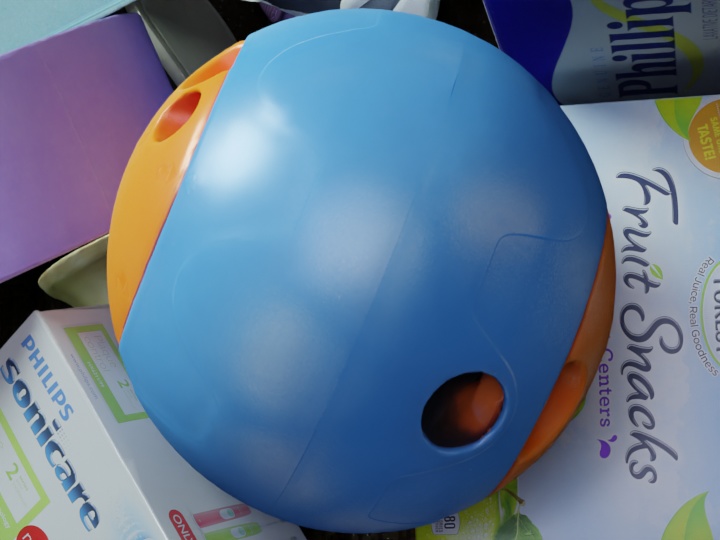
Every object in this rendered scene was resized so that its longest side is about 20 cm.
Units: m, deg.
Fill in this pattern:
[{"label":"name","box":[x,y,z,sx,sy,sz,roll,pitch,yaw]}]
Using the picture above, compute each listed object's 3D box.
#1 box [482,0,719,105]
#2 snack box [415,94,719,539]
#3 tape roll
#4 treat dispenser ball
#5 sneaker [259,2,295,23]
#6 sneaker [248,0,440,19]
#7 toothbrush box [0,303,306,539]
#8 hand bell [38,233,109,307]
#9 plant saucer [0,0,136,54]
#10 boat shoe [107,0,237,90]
[{"label":"box","box":[0.153,-0.153,0.787,0.198,0.184,0.106,-6,75,11]},{"label":"snack box","box":[0.110,0.028,0.807,0.167,0.068,0.202,-2,75,13]},{"label":"tape roll","box":[-0.172,-0.037,0.806,0.198,0.200,0.086,-23,95,5]},{"label":"treat dispenser ball","box":[0.000,0.000,0.703,0.198,0.201,0.203,-3,74,11]},{"label":"sneaker","box":[0.035,-0.185,0.888,0.200,0.076,0.088,-44,82,4]},{"label":"sneaker","box":[-0.017,-0.204,0.806,0.128,0.080,0.201,11,116,5]},{"label":"toothbrush box","box":[-0.133,0.131,0.778,0.200,0.086,0.146,-43,69,27]},{"label":"hand bell","box":[-0.065,0.078,0.836,0.103,0.104,0.202,-23,85,4]},{"label":"plant saucer","box":[-0.163,-0.125,0.802,0.198,0.019,0.071,-22,86,26]},{"label":"boat shoe","box":[-0.124,-0.131,0.910,0.063,0.072,0.201,-45,69,24]}]
